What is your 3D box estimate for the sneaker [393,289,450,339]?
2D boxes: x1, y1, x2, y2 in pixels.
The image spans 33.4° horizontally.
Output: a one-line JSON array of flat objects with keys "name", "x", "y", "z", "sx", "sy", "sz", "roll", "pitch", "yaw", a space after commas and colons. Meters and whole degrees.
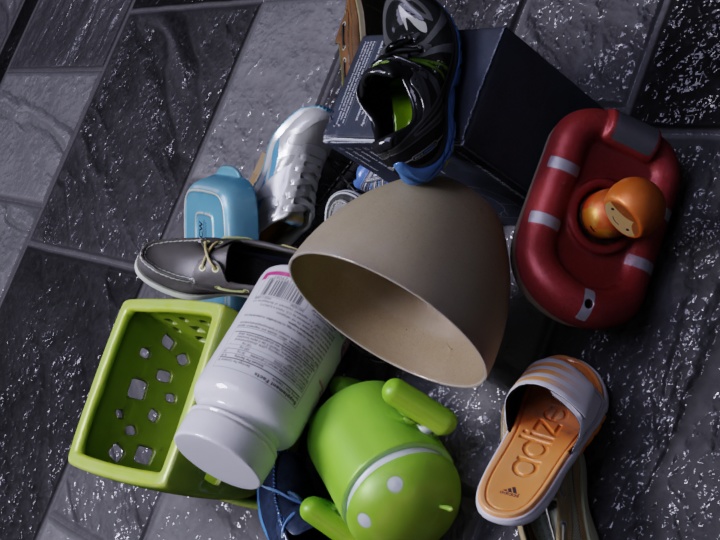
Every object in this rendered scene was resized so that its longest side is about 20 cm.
[{"name": "sneaker", "x": 0.073, "y": -0.003, "z": 1.195, "sx": 0.201, "sy": 0.067, "sz": 0.108, "roll": 39, "pitch": 84, "yaw": 19}]

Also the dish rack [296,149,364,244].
[{"name": "dish rack", "x": -0.028, "y": -0.064, "z": 1.391, "sx": 0.153, "sy": 0.055, "sz": 0.200, "roll": -52, "pitch": 42, "yaw": 13}]

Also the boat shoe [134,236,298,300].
[{"name": "boat shoe", "x": -0.139, "y": -0.006, "z": 1.273, "sx": 0.061, "sy": 0.201, "sz": 0.072, "roll": 106, "pitch": 171, "yaw": -59}]

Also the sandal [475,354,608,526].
[{"name": "sandal", "x": 0.156, "y": 0.127, "z": 1.008, "sx": 0.079, "sy": 0.059, "sz": 0.207, "roll": 11, "pitch": 39, "yaw": 22}]

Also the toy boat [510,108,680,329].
[{"name": "toy boat", "x": 0.218, "y": -0.047, "z": 1.041, "sx": 0.131, "sy": 0.130, "sz": 0.200, "roll": 162, "pitch": 129, "yaw": -74}]

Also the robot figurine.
[{"name": "robot figurine", "x": 0.022, "y": 0.185, "z": 1.139, "sx": 0.176, "sy": 0.116, "sz": 0.200, "roll": -54, "pitch": 39, "yaw": 16}]

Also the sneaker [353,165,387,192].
[{"name": "sneaker", "x": 0.035, "y": -0.164, "z": 1.327, "sx": 0.077, "sy": 0.085, "sz": 0.200, "roll": 97, "pitch": -178, "yaw": -56}]

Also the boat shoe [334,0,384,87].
[{"name": "boat shoe", "x": -0.002, "y": -0.290, "z": 1.479, "sx": 0.068, "sy": 0.072, "sz": 0.200, "roll": -27, "pitch": 50, "yaw": 33}]

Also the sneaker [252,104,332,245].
[{"name": "sneaker", "x": -0.077, "y": -0.093, "z": 1.366, "sx": 0.081, "sy": 0.076, "sz": 0.200, "roll": 42, "pitch": 108, "yaw": 41}]

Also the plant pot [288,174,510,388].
[{"name": "plant pot", "x": 0.056, "y": -0.006, "z": 1.070, "sx": 0.200, "sy": 0.200, "sz": 0.135, "roll": 9, "pitch": 59, "yaw": 49}]

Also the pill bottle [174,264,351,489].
[{"name": "pill bottle", "x": -0.091, "y": 0.104, "z": 1.169, "sx": 0.113, "sy": 0.113, "sz": 0.200, "roll": -3, "pitch": 48, "yaw": 45}]

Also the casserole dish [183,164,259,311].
[{"name": "casserole dish", "x": -0.162, "y": -0.019, "z": 1.363, "sx": 0.121, "sy": 0.039, "sz": 0.201, "roll": 13, "pitch": 105, "yaw": 50}]

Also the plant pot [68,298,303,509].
[{"name": "plant pot", "x": -0.171, "y": 0.154, "z": 1.310, "sx": 0.200, "sy": 0.181, "sz": 0.199, "roll": 2, "pitch": 70, "yaw": 46}]

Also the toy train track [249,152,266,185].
[{"name": "toy train track", "x": -0.149, "y": -0.052, "z": 1.530, "sx": 0.115, "sy": 0.033, "sz": 0.200, "roll": 28, "pitch": 95, "yaw": 43}]

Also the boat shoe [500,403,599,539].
[{"name": "boat shoe", "x": 0.154, "y": 0.183, "z": 1.032, "sx": 0.072, "sy": 0.076, "sz": 0.200, "roll": -38, "pitch": 44, "yaw": 25}]

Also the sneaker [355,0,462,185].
[{"name": "sneaker", "x": 0.040, "y": -0.172, "z": 1.043, "sx": 0.071, "sy": 0.083, "sz": 0.200, "roll": -22, "pitch": 53, "yaw": 36}]

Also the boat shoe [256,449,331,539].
[{"name": "boat shoe", "x": -0.048, "y": 0.267, "z": 1.201, "sx": 0.069, "sy": 0.084, "sz": 0.200, "roll": -49, "pitch": 52, "yaw": 43}]

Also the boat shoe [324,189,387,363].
[{"name": "boat shoe", "x": 0.000, "y": 0.000, "z": 1.270, "sx": 0.071, "sy": 0.064, "sz": 0.200, "roll": -26, "pitch": 68, "yaw": 22}]

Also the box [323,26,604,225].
[{"name": "box", "x": 0.109, "y": -0.134, "z": 1.170, "sx": 0.196, "sy": 0.200, "sz": 0.124, "roll": 11, "pitch": 77, "yaw": 49}]
